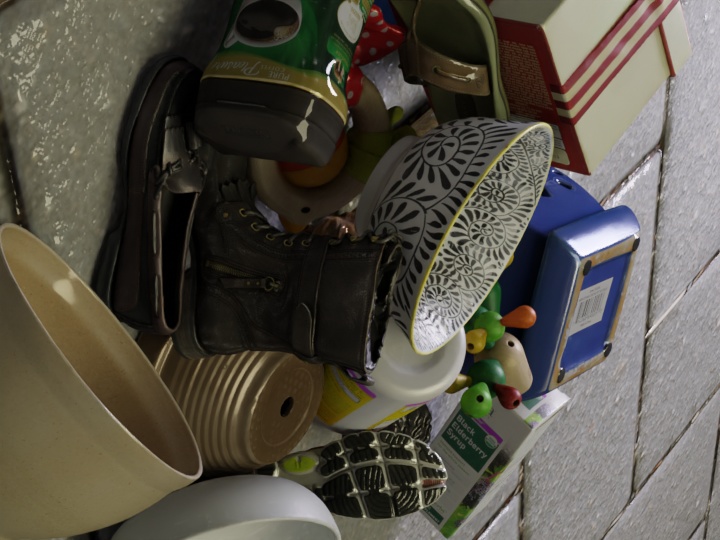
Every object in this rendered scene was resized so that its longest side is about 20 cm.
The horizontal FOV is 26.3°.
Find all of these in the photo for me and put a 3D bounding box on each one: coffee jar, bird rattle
[{"bbox_3d":[-0.045,-0.173,1.088,0.085,0.104,0.201,41,62,-61],"label":"coffee jar"},{"bbox_3d":[-0.020,-0.115,1.223,0.163,0.113,0.200,-39,141,-14],"label":"bird rattle"}]

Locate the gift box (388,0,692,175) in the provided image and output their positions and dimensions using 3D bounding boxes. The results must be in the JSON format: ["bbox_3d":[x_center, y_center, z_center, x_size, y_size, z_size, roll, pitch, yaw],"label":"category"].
[{"bbox_3d":[0.154,-0.202,1.273,0.187,0.184,0.200,-50,141,-23],"label":"gift box"}]

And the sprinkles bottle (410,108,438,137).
[{"bbox_3d":[0.086,-0.125,1.416,0.200,0.068,0.068,-42,142,-38],"label":"sprinkles bottle"}]

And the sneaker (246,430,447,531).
[{"bbox_3d":[-0.021,0.181,1.353,0.085,0.199,0.077,19,65,-80],"label":"sneaker"}]

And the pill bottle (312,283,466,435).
[{"bbox_3d":[0.007,0.082,1.318,0.104,0.104,0.200,-51,-175,-26],"label":"pill bottle"}]

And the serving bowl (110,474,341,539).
[{"bbox_3d":[-0.119,0.217,1.250,0.199,0.066,0.200,-15,151,-8],"label":"serving bowl"}]

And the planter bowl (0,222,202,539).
[{"bbox_3d":[-0.213,0.089,0.970,0.135,0.200,0.200,-37,148,2],"label":"planter bowl"}]

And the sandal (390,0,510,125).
[{"bbox_3d":[0.066,-0.153,1.176,0.057,0.080,0.201,-57,141,-28],"label":"sandal"}]

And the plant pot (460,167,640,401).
[{"bbox_3d":[0.154,0.007,1.509,0.200,0.179,0.201,-18,126,-54],"label":"plant pot"}]

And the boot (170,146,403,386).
[{"bbox_3d":[-0.048,-0.016,1.131,0.069,0.174,0.201,21,70,-61],"label":"boot"}]

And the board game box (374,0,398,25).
[{"bbox_3d":[0.080,-0.266,1.331,0.200,0.045,0.153,-8,117,-58],"label":"board game box"}]

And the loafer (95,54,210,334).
[{"bbox_3d":[-0.135,-0.051,1.105,0.072,0.063,0.201,-8,117,-58],"label":"loafer"}]

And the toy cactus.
[{"bbox_3d":[0.116,0.052,1.361,0.102,0.200,0.165,-24,138,13],"label":"toy cactus"}]

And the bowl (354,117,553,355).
[{"bbox_3d":[0.058,-0.044,1.185,0.201,0.094,0.201,-49,159,-26],"label":"bowl"}]

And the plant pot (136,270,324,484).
[{"bbox_3d":[-0.094,0.094,1.246,0.201,0.093,0.201,-39,142,-41],"label":"plant pot"}]

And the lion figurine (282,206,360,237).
[{"bbox_3d":[0.000,0.000,1.353,0.123,0.072,0.200,-58,151,-19],"label":"lion figurine"}]

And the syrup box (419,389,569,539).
[{"bbox_3d":[0.127,0.183,1.616,0.081,0.079,0.200,-31,158,-46],"label":"syrup box"}]

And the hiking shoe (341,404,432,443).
[{"bbox_3d":[0.030,0.081,1.440,0.076,0.101,0.201,11,99,-47],"label":"hiking shoe"}]
